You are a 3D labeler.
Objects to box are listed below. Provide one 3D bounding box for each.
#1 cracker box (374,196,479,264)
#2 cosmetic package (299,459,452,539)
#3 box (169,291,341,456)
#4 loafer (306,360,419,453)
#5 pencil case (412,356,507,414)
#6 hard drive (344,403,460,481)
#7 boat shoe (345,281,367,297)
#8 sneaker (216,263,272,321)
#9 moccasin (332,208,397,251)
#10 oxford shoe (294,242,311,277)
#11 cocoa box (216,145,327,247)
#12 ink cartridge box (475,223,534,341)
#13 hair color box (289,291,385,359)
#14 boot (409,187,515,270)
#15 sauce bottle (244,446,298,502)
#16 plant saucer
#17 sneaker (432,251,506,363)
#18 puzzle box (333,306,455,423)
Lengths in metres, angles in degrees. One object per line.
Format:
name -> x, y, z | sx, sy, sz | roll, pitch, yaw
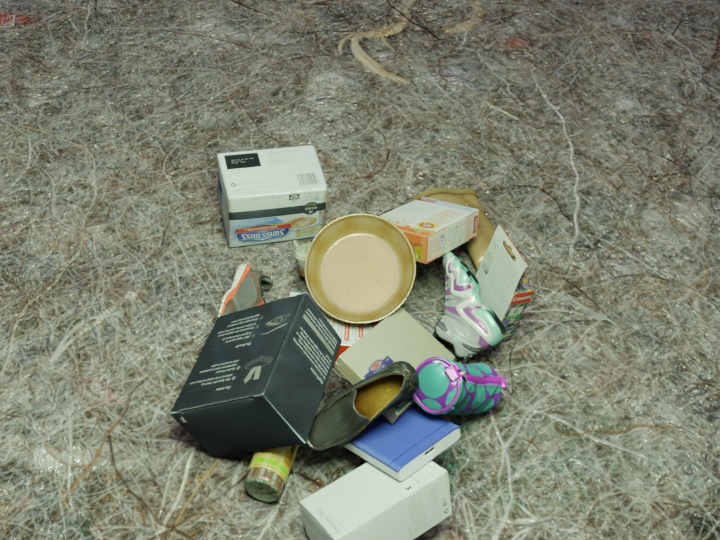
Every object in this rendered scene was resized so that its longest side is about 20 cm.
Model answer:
cracker box -> 0.121, -0.079, 1.447 | 0.131, 0.059, 0.198 | 16, 27, 33
cosmetic package -> 0.023, 0.344, 1.108 | 0.197, 0.083, 0.112 | -22, 24, -29
box -> -0.156, 0.162, 1.182 | 0.193, 0.118, 0.203 | -16, 36, 33
loafer -> -0.005, 0.200, 1.135 | 0.199, 0.072, 0.073 | -39, 77, 4
pencil case -> 0.159, 0.186, 1.225 | 0.199, 0.091, 0.087 | 16, 53, -59
hard drive -> 0.041, 0.246, 1.192 | 0.130, 0.026, 0.198 | -26, 27, -33
boat shoe -> 0.029, -0.008, 1.432 | 0.072, 0.067, 0.199 | 12, 27, 26
sneaker -> -0.202, 0.070, 1.351 | 0.080, 0.078, 0.203 | 17, 48, -2
moccasin -> 0.006, -0.081, 1.466 | 0.079, 0.070, 0.198 | 25, 28, 27
oxford shoe -> -0.046, -0.027, 1.480 | 0.197, 0.059, 0.075 | -13, 29, -39
cocoa box -> -0.176, -0.147, 1.509 | 0.194, 0.133, 0.135 | -8, 49, -16
ink cartridge box -> 0.259, 0.024, 1.381 | 0.049, 0.203, 0.110 | -8, 48, -23
hair color box -> -0.035, 0.108, 1.350 | 0.194, 0.065, 0.113 | 6, 45, -3
boot -> 0.208, -0.080, 1.562 | 0.170, 0.067, 0.203 | -10, 52, -18
sauce bottle -> -0.123, 0.256, 1.199 | 0.063, 0.066, 0.203 | 14, 47, 3
plant saucer -> 0.000, 0.000, 1.348 | 0.194, 0.036, 0.206 | -1, 69, 2
sneaker -> 0.161, 0.074, 1.387 | 0.139, 0.077, 0.203 | -37, 53, 17
puzzle box -> 0.059, 0.148, 1.254 | 0.133, 0.026, 0.199 | 43, 39, 12
